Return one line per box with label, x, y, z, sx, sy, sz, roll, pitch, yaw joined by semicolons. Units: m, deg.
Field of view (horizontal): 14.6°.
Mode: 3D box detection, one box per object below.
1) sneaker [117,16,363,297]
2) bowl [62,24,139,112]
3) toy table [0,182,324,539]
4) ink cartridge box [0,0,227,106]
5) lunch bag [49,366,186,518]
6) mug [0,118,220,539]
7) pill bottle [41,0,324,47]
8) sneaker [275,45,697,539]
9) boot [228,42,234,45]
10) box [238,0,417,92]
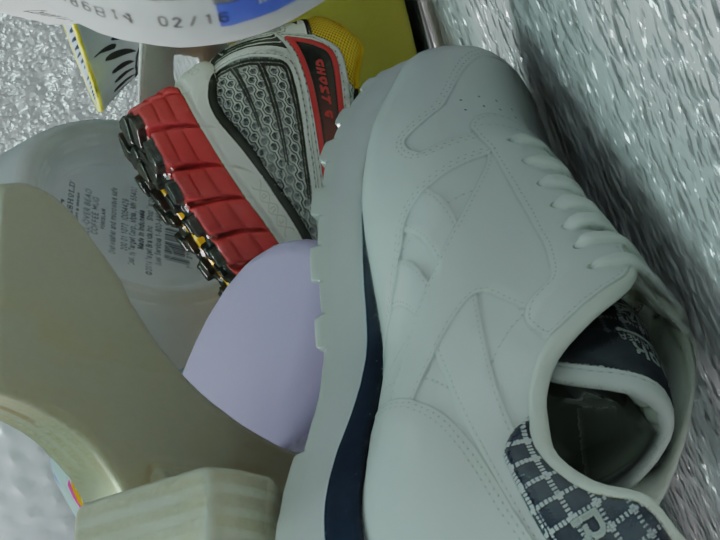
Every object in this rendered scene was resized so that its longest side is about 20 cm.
sneaker;0.017;0.014;0.825;0.200;0.082;0.078;55;172;-19
bowl;-0.108;-0.180;1.249;0.201;0.094;0.202;159;90;-86
toy table;-0.046;0.083;0.670;0.184;0.117;0.201;-33;56;41
ink cartridge box;-0.087;-0.141;0.877;0.116;0.067;0.201;-6;-87;-79
lunch bag;-0.024;0.119;0.852;0.161;0.077;0.200;63;175;18
mug;-0.104;0.021;1.056;0.200;0.147;0.176;-73;10;-50
pill bottle;-0.049;-0.146;0.629;0.200;0.113;0.114;79;169;-64
sneaker;0.037;0.013;0.622;0.076;0.080;0.201;42;-150;-30
boot;0.000;0.000;1.010;0.200;0.066;0.176;-118;19;-59
box;-0.023;-0.112;0.842;0.075;0.050;0.201;-115;8;-48
